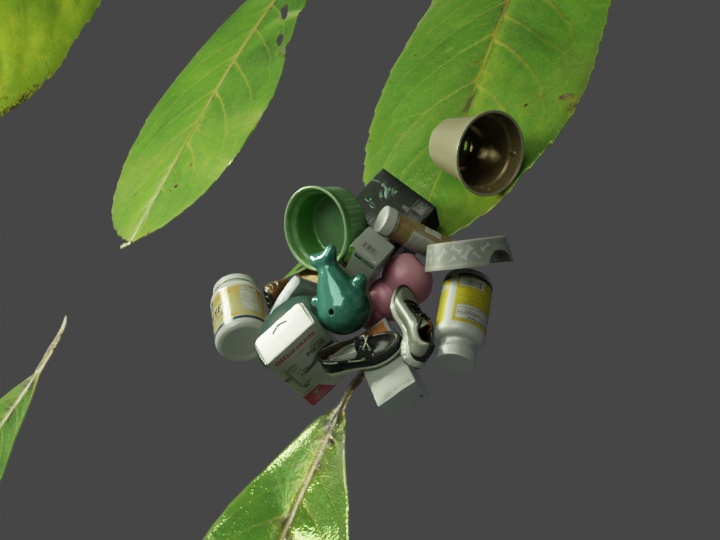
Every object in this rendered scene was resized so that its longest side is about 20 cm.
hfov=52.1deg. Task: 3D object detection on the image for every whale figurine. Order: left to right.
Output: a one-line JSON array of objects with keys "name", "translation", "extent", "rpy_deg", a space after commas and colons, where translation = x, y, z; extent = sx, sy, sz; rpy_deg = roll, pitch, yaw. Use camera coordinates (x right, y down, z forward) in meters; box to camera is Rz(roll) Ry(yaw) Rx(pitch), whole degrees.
[{"name": "whale figurine", "translation": [-0.057, 0.048, 1.649], "extent": [0.157, 0.203, 0.103], "rpy_deg": [-24, 0, 29]}]

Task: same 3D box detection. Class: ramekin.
[{"name": "ramekin", "translation": [-0.080, -0.106, 1.764], "extent": [0.197, 0.097, 0.204], "rpy_deg": [10, 106, 37]}]

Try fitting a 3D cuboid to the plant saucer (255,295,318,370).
[{"name": "plant saucer", "translation": [-0.150, 0.157, 1.727], "extent": [0.201, 0.201, 0.039], "rpy_deg": [-48, 48, -7]}]

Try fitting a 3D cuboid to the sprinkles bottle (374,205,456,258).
[{"name": "sprinkles bottle", "translation": [0.130, -0.077, 1.709], "extent": [0.069, 0.198, 0.069], "rpy_deg": [-51, 23, 33]}]

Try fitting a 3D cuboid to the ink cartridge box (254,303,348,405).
[{"name": "ink cartridge box", "translation": [-0.123, 0.193, 1.674], "extent": [0.146, 0.200, 0.083], "rpy_deg": [-41, 42, 0]}]

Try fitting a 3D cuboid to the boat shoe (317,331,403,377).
[{"name": "boat shoe", "translation": [-0.001, 0.172, 1.597], "extent": [0.197, 0.061, 0.075], "rpy_deg": [-19, 42, 22]}]

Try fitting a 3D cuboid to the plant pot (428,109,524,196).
[{"name": "plant pot", "translation": [0.269, -0.300, 1.816], "extent": [0.201, 0.201, 0.183], "rpy_deg": [-47, 31, -7]}]

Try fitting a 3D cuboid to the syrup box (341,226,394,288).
[{"name": "syrup box", "translation": [0.000, 0.000, 1.718], "extent": [0.078, 0.201, 0.082], "rpy_deg": [37, 51, 8]}]

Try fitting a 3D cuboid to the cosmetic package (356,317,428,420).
[{"name": "cosmetic package", "translation": [0.061, 0.213, 1.617], "extent": [0.101, 0.071, 0.201], "rpy_deg": [-35, 43, 7]}]

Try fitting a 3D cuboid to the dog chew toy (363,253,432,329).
[{"name": "dog chew toy", "translation": [0.074, 0.058, 1.706], "extent": [0.200, 0.124, 0.125], "rpy_deg": [-46, 41, 7]}]

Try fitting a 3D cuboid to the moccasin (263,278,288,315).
[{"name": "moccasin", "translation": [-0.186, 0.109, 1.807], "extent": [0.077, 0.205, 0.073], "rpy_deg": [-25, 34, -25]}]

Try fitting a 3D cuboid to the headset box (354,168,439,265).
[{"name": "headset box", "translation": [0.065, -0.128, 1.823], "extent": [0.199, 0.093, 0.174], "rpy_deg": [38, 77, 25]}]

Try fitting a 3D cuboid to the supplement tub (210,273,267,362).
[{"name": "supplement tub", "translation": [-0.316, 0.120, 1.922], "extent": [0.143, 0.145, 0.202], "rpy_deg": [-32, 43, 10]}]

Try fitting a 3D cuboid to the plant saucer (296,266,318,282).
[{"name": "plant saucer", "translation": [-0.119, 0.065, 1.853], "extent": [0.198, 0.035, 0.204], "rpy_deg": [-14, 67, 37]}]

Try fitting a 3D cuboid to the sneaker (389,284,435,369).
[{"name": "sneaker", "translation": [0.119, 0.109, 1.569], "extent": [0.080, 0.073, 0.202], "rpy_deg": [-49, 39, 35]}]

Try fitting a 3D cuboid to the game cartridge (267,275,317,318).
[{"name": "game cartridge", "translation": [-0.160, 0.117, 1.756], "extent": [0.041, 0.132, 0.203], "rpy_deg": [31, 98, 46]}]

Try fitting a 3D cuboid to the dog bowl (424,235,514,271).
[{"name": "dog bowl", "translation": [0.233, -0.037, 1.604], "extent": [0.197, 0.199, 0.060], "rpy_deg": [-7, 90, 32]}]

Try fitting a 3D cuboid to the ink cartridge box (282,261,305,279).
[{"name": "ink cartridge box", "translation": [-0.131, -0.081, 1.928], "extent": [0.200, 0.076, 0.147], "rpy_deg": [-48, 16, -33]}]

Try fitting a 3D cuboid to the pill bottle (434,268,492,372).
[{"name": "pill bottle", "translation": [0.215, 0.107, 1.559], "extent": [0.110, 0.112, 0.203], "rpy_deg": [-7, 52, 32]}]
